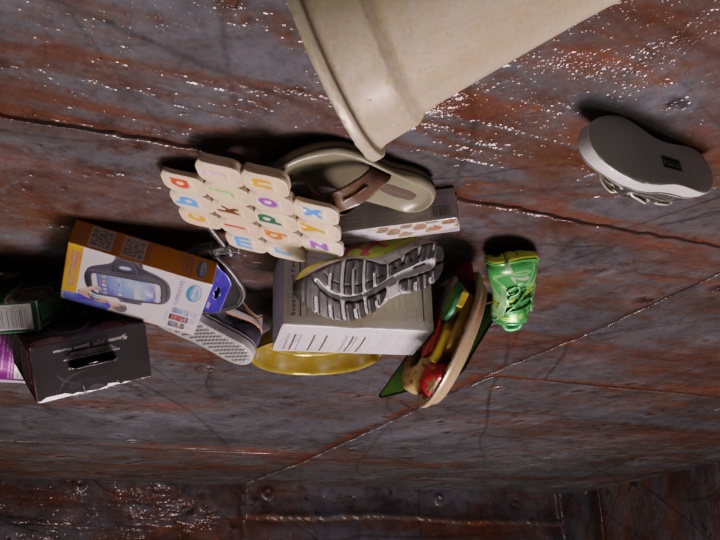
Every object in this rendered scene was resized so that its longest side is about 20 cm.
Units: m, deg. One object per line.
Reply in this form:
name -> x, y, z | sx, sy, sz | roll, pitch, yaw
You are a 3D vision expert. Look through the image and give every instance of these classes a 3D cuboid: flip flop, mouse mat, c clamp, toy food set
flip flop -> -0.005, -0.085, 0.938 | 0.197, 0.059, 0.081 | 13, 153, -32
mouse mat -> 0.124, 0.118, 1.340 | 0.160, 0.200, 0.008 | -22, 109, 41
c clamp -> -0.233, 0.001, 1.127 | 0.197, 0.027, 0.171 | -15, 135, 23
toy food set -> 0.113, 0.086, 1.190 | 0.048, 0.201, 0.200 | 23, -174, -2

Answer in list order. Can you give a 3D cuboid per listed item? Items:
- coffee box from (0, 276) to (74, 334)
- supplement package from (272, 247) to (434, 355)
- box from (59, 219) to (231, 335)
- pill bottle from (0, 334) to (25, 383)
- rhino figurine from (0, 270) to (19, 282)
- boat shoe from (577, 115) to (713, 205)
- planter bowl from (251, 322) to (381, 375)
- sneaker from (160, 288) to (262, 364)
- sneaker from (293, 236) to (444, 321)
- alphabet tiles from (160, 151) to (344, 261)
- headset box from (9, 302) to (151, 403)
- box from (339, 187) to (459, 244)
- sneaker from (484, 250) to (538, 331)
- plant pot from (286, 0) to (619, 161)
coffee box -> -0.488, 0.048, 1.153 | 0.196, 0.045, 0.123 | -4, -166, 5
supplement package -> -0.014, 0.041, 1.177 | 0.196, 0.116, 0.110 | 4, 157, -12
box -> -0.263, 0.015, 1.094 | 0.197, 0.042, 0.120 | 18, 140, -11
pill bottle -> -0.482, 0.107, 1.286 | 0.197, 0.114, 0.112 | 6, 157, -21
rhino figurine -> -0.522, 0.001, 1.088 | 0.197, 0.061, 0.087 | 4, 160, -22
boat shoe -> 0.283, -0.101, 0.917 | 0.198, 0.072, 0.063 | 11, 153, -36
planter bowl -> -0.067, 0.092, 1.338 | 0.196, 0.085, 0.201 | -2, 158, -1
sneaker -> -0.226, 0.051, 1.240 | 0.198, 0.080, 0.078 | 33, 139, -15
sneaker -> 0.000, 0.000, 1.067 | 0.197, 0.079, 0.090 | -13, -151, -32
alphabet tiles -> -0.112, -0.064, 0.961 | 0.192, 0.015, 0.201 | 12, 158, 8
headset box -> -0.367, 0.099, 1.162 | 0.147, 0.076, 0.199 | -11, -163, -27
box -> 0.016, -0.059, 1.032 | 0.196, 0.042, 0.039 | -8, 158, 9
sneaker -> 0.211, 0.029, 1.217 | 0.073, 0.085, 0.200 | -7, 157, 11
plant pot -> 0.055, -0.194, 0.531 | 0.181, 0.203, 0.201 | -20, 155, 11
